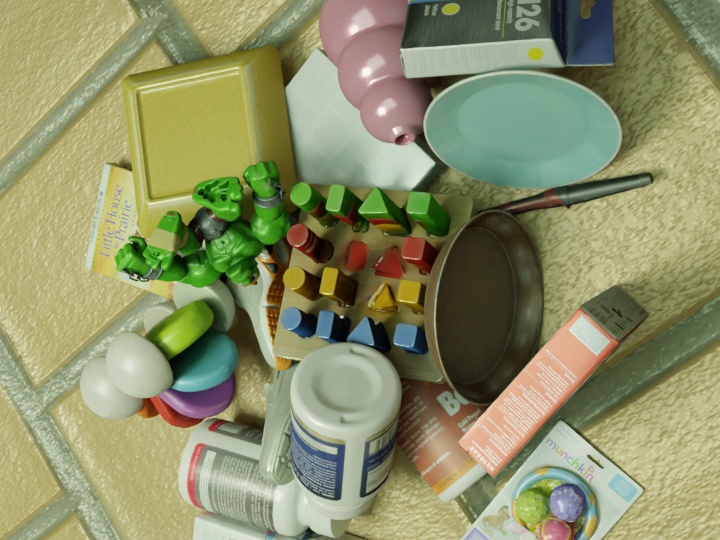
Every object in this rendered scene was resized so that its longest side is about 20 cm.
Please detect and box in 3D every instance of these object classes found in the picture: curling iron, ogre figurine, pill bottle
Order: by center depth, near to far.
[{"bbox_3d":[-0.019,0.177,1.022,0.111,0.111,0.200,27,141,19],"label":"pill bottle"},{"bbox_3d":[0.214,-0.070,1.046,0.199,0.026,0.050,-15,51,20],"label":"curling iron"},{"bbox_3d":[-0.152,-0.040,1.055,0.200,0.120,0.098,-48,57,4],"label":"ogre figurine"},{"bbox_3d":[0.074,0.144,1.079,0.112,0.112,0.200,-43,78,20],"label":"pill bottle"},{"bbox_3d":[-0.107,0.252,1.167,0.199,0.111,0.111,11,99,22],"label":"pill bottle"}]

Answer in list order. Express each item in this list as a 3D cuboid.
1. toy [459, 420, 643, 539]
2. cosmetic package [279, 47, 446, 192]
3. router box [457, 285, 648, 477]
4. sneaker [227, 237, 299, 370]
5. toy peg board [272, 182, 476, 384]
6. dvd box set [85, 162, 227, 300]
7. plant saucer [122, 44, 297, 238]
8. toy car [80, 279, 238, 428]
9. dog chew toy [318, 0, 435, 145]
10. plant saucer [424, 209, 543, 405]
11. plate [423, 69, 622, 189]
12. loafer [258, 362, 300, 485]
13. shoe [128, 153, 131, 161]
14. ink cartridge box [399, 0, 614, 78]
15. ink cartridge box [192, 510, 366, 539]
[{"bbox_3d":[0.200,0.280,1.071,0.115,0.047,0.200,40,109,14],"label":"toy"},{"bbox_3d":[-0.021,-0.134,1.131,0.200,0.052,0.151,46,108,13],"label":"cosmetic package"},{"bbox_3d":[0.198,0.104,0.976,0.049,0.200,0.180,43,110,14],"label":"router box"},{"bbox_3d":[-0.114,0.033,1.161,0.092,0.076,0.201,-36,53,38],"label":"sneaker"},{"bbox_3d":[0.000,0.000,1.023,0.199,0.098,0.200,7,78,23],"label":"toy peg board"},{"bbox_3d":[-0.255,-0.044,1.250,0.199,0.029,0.147,19,101,20],"label":"dvd box set"},{"bbox_3d":[-0.182,-0.152,1.121,0.199,0.048,0.201,-9,84,12],"label":"plant saucer"},{"bbox_3d":[-0.217,0.115,1.154,0.150,0.175,0.200,48,137,-5],"label":"toy car"},{"bbox_3d":[0.025,-0.223,1.044,0.124,0.124,0.201,-23,64,23],"label":"dog chew toy"},{"bbox_3d":[0.125,0.037,1.010,0.034,0.200,0.201,4,96,40],"label":"plant saucer"},{"bbox_3d":[0.164,-0.146,0.991,0.199,0.200,0.026,-2,62,23],"label":"plate"},{"bbox_3d":[-0.080,0.153,1.132,0.070,0.070,0.201,-5,51,33],"label":"loafer"},{"bbox_3d":[-0.190,-0.112,1.181,0.200,0.072,0.091,38,82,21],"label":"shoe"},{"bbox_3d":[0.148,-0.275,0.970,0.199,0.047,0.198,-2,50,15],"label":"ink cartridge box"},{"bbox_3d":[-0.103,0.380,1.189,0.199,0.087,0.146,11,100,24],"label":"ink cartridge box"}]
